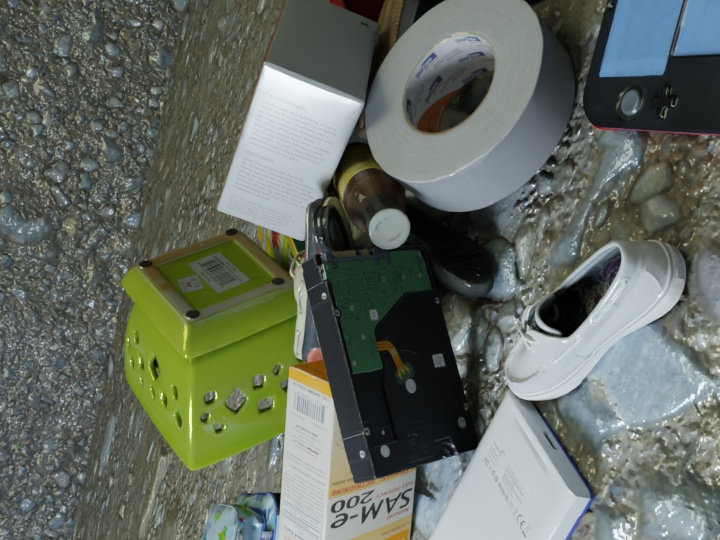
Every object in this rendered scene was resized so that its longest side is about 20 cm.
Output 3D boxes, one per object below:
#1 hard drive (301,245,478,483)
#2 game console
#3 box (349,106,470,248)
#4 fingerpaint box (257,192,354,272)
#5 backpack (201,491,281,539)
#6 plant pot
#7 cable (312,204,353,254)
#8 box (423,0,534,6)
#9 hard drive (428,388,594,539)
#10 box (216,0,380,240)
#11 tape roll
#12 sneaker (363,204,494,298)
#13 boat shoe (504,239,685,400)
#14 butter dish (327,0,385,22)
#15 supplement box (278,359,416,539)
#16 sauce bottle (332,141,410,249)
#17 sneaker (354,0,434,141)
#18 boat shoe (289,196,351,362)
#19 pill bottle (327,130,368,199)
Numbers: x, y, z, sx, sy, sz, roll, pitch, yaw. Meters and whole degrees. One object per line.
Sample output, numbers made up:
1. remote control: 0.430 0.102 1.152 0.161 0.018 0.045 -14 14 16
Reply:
1. hard drive: 0.028 0.080 0.824 0.038 0.138 0.203 -25 76 46
2. game console: 0.248 -0.203 0.675 0.177 0.031 0.203 -156 79 -67
3. box: 0.059 -0.095 1.001 0.200 0.067 0.083 -42 41 53
4. fingerpaint box: -0.074 -0.018 1.140 0.201 0.072 0.168 100 151 -51
5. backpack: -0.120 0.372 1.079 0.183 0.145 0.204 152 124 -63
6. plant pot: -0.163 0.076 1.056 0.199 0.197 0.184 38 138 42
7. cable: 0.000 0.000 0.908 0.202 0.049 0.098 77 -156 -44
8. box: 0.123 -0.344 0.880 0.199 0.146 0.126 5 81 67
9. hard drive: 0.116 0.223 0.765 0.202 0.025 0.132 -67 25 23
10. box: -0.068 -0.164 0.960 0.154 0.105 0.201 -80 13 -46
11. tape roll: 0.099 -0.161 0.850 0.198 0.066 0.203 -21 55 33
12. sneaker: 0.067 0.001 0.944 0.199 0.059 0.106 39 142 42
13. boat shoe: 0.162 0.041 0.698 0.200 0.068 0.073 -44 40 51
14. butter dish: 0.038 -0.348 1.101 0.200 0.145 0.202 63 -165 -49
15. supplement box: -0.008 0.190 0.880 0.073 0.125 0.204 16 106 45
16. sauce bottle: 0.011 -0.075 0.906 0.201 0.064 0.066 -111 39 -64
17. sneaker: 0.064 -0.216 0.985 0.070 0.107 0.203 -21 50 56
18. boat shoe: -0.046 0.015 0.951 0.071 0.062 0.203 -46 -39 -51
19. pill bottle: -0.019 -0.153 1.155 0.199 0.108 0.112 -10 69 65
